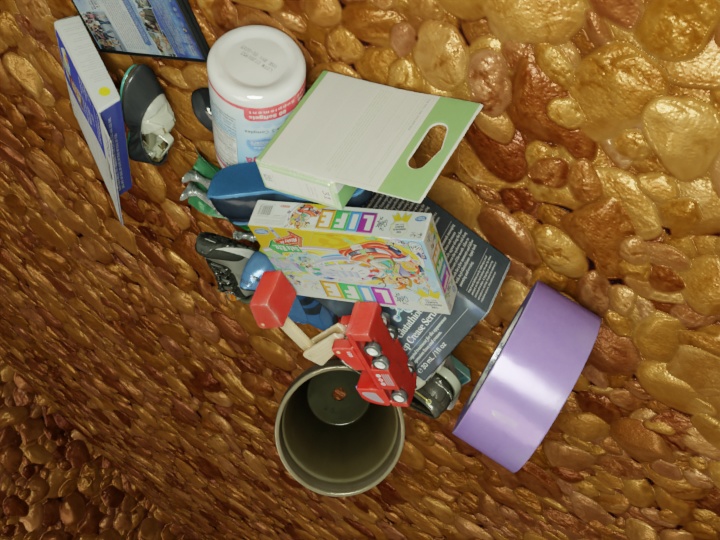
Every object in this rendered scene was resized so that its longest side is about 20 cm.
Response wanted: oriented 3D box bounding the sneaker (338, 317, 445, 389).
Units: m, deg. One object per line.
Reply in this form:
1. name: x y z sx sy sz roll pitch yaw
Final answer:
1. sneaker: 0.016 0.074 1.142 0.198 0.088 0.076 34 143 11

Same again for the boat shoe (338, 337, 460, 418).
1. boat shoe: 0.040 0.143 1.224 0.198 0.061 0.072 17 145 37

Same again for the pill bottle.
1. pill bottle: -0.116 -0.169 1.024 0.107 0.110 0.201 28 150 13

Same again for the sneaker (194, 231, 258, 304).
1. sneaker: -0.183 0.000 1.297 0.073 0.081 0.200 20 172 21

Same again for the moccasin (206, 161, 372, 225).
1. moccasin: -0.072 -0.086 0.986 0.196 0.082 0.069 4 144 27

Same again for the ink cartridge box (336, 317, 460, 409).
1. ink cartridge box: 0.037 0.112 1.289 0.196 0.058 0.164 8 140 33

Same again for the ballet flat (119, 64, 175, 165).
1. ballet flat: -0.277 -0.199 1.194 0.072 0.074 0.201 34 154 2

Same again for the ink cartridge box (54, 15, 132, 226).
1. ink cartridge box: -0.343 -0.196 1.195 0.202 0.046 0.199 59 158 20

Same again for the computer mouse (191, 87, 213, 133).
1. computer mouse: -0.143 -0.155 1.148 0.199 0.034 0.058 42 149 -11

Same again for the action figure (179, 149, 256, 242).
1. action figure: -0.160 -0.077 1.261 0.197 0.055 0.119 29 147 4

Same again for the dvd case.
1. dvd case: -0.278 -0.319 1.072 0.197 0.018 0.144 14 144 33

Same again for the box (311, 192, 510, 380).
1. box: 0.050 0.003 1.058 0.198 0.108 0.149 36 133 0

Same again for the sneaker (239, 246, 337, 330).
1. sneaker: -0.106 0.045 1.288 0.065 0.079 0.200 22 163 41

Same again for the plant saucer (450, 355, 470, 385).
1. plant saucer: 0.073 0.101 1.300 0.199 0.019 0.070 38 150 -4

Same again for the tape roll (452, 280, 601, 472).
1. tape roll: 0.188 0.120 1.020 0.084 0.201 0.201 30 150 9

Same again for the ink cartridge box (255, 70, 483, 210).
1. ink cartridge box: 0.010 -0.127 0.913 0.197 0.147 0.048 19 148 27

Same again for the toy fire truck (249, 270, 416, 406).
1. toy fire truck: -0.027 0.083 1.023 0.138 0.049 0.202 -1 139 27

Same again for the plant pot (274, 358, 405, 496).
1. plant pot: -0.033 0.219 1.397 0.199 0.201 0.174 41 -172 -10

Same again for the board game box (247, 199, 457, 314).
1. board game box: -0.006 -0.014 0.948 0.196 0.035 0.135 6 148 24
